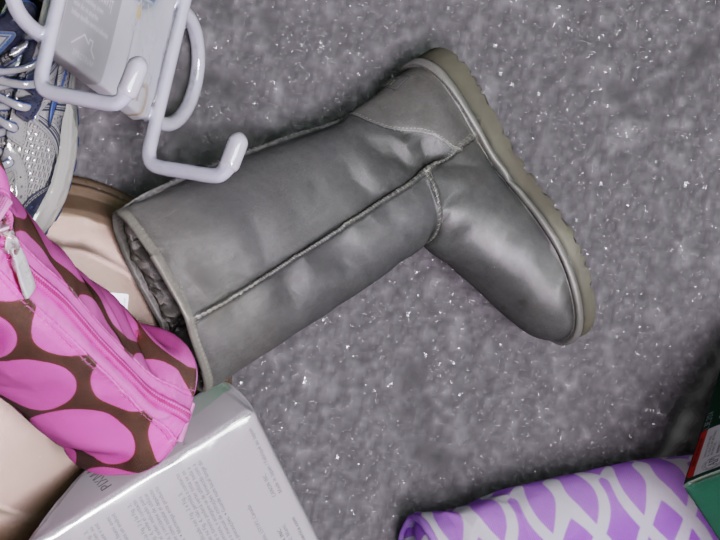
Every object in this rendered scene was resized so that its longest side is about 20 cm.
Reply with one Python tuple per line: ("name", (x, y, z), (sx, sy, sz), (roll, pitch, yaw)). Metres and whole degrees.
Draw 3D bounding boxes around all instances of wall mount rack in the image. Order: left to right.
("wall mount rack", (-0.084, -0.141, 1.134), (0.074, 0.200, 0.175), (9, 79, 23))

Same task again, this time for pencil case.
("pencil case", (-0.145, 0.019, 1.099), (0.200, 0.093, 0.091), (48, 53, -49))
("pencil case", (0.118, 0.145, 1.269), (0.199, 0.085, 0.084), (-8, 86, -17))

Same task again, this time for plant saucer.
("plant saucer", (-0.157, 0.053, 1.204), (0.199, 0.029, 0.201), (-1, 93, -18))

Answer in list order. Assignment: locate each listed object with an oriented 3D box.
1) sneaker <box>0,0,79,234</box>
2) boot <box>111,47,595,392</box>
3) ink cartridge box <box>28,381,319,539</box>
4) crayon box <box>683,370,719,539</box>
("sneaker", (-0.168, -0.097, 1.149), (0.077, 0.085, 0.201), (15, 83, 15))
("boot", (0.000, 0.001, 1.212), (0.200, 0.073, 0.182), (-34, 90, -29))
("ink cartridge box", (-0.110, 0.174, 1.201), (0.199, 0.050, 0.162), (-30, 116, -12))
("crayon box", (0.246, 0.119, 1.256), (0.058, 0.200, 0.173), (-26, 106, 27))
